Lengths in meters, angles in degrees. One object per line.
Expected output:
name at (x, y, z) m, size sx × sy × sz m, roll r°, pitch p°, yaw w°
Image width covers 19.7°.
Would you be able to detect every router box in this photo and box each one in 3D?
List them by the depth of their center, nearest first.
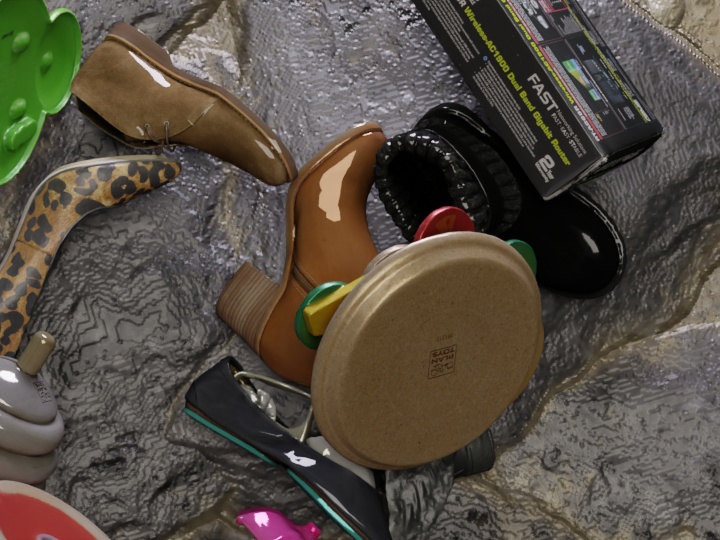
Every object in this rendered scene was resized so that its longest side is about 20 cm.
router box at (0.137, -0.160, 1.594) m, size 0.062 × 0.150 × 0.201 m, roll -37°, pitch 83°, yaw 27°

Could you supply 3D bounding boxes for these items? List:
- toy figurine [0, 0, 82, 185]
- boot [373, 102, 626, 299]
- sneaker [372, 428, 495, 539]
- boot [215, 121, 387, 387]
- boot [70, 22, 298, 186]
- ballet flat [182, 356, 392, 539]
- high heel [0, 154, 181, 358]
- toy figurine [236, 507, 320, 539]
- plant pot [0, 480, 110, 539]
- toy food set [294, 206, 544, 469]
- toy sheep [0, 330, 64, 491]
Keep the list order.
toy figurine at (-0.332, -0.160, 1.556) m, size 0.183 × 0.200 × 0.151 m, roll 12°, pitch 113°, yaw 15°
boot at (0.105, -0.037, 1.556) m, size 0.211 × 0.158 × 0.080 m, roll 36°, pitch 108°, yaw 0°
sneaker at (0.037, 0.101, 1.579) m, size 0.104 × 0.060 × 0.201 m, roll -15°, pitch 85°, yaw -14°
boot at (0.000, 0.000, 1.559) m, size 0.155 × 0.077 × 0.200 m, roll 34°, pitch 81°, yaw 25°
boot at (-0.136, -0.108, 1.574) m, size 0.199 × 0.074 × 0.076 m, roll 32°, pitch 66°, yaw 23°
ballet flat at (-0.042, 0.131, 1.542) m, size 0.200 × 0.073 × 0.073 m, roll 35°, pitch 77°, yaw 17°
high heel at (-0.219, -0.006, 1.571) m, size 0.199 × 0.071 × 0.144 m, roll -15°, pitch 88°, yaw -7°
toy figurine at (-0.095, 0.264, 1.511) m, size 0.199 × 0.150 × 0.185 m, roll 2°, pitch 63°, yaw 19°
plant pot at (-0.254, 0.255, 1.418) m, size 0.200 × 0.200 × 0.178 m, roll 39°, pitch 102°, yaw 2°
toy food set at (0.048, 0.053, 1.484) m, size 0.199 × 0.199 × 0.049 m, roll -27°, pitch 40°, yaw -17°
toy sheep at (-0.283, 0.125, 1.501) m, size 0.137 × 0.138 × 0.201 m, roll 33°, pitch 107°, yaw 1°
